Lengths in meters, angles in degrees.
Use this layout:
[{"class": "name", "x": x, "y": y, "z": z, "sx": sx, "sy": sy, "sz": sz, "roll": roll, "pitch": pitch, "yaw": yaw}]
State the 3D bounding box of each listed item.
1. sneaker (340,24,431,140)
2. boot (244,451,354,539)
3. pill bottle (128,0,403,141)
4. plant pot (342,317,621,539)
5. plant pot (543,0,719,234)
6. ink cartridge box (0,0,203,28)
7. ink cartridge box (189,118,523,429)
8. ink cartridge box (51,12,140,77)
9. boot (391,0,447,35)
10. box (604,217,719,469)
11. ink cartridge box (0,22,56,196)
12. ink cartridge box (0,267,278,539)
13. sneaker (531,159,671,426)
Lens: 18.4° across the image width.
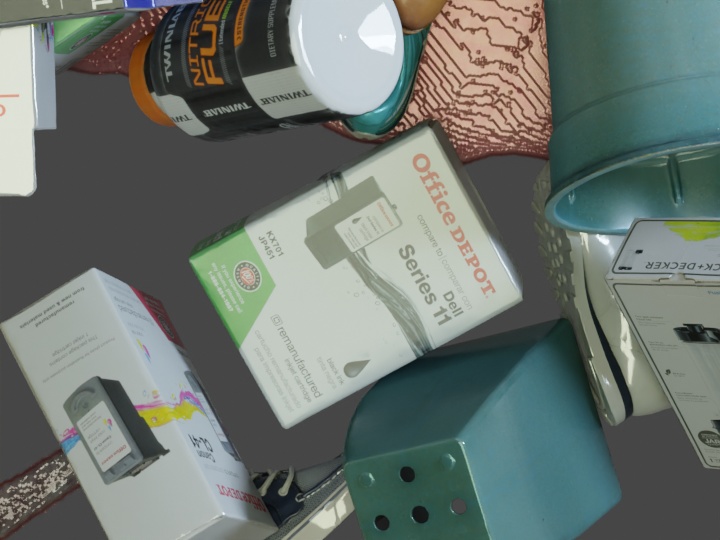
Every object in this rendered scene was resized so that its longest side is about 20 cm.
[{"class": "sneaker", "x": 0.024, "y": -0.191, "z": 1.565, "sx": 0.077, "sy": 0.080, "sz": 0.201, "roll": 8, "pitch": 90, "yaw": 1}, {"class": "boot", "x": -0.069, "y": 0.169, "z": 1.625, "sx": 0.200, "sy": 0.073, "sz": 0.090, "roll": -42, "pitch": 91, "yaw": 4}, {"class": "pill bottle", "x": -0.073, "y": -0.145, "z": 1.528, "sx": 0.200, "sy": 0.106, "sz": 0.107, "roll": -7, "pitch": 100, "yaw": 47}, {"class": "plant pot", "x": 0.074, "y": 0.137, "z": 1.531, "sx": 0.141, "sy": 0.200, "sz": 0.142, "roll": -15, "pitch": 97, "yaw": 23}, {"class": "plant pot", "x": 0.208, "y": -0.146, "z": 1.500, "sx": 0.199, "sy": 0.200, "sz": 0.197, "roll": -9, "pitch": 75, "yaw": 5}, {"class": "ink cartridge box", "x": -0.203, "y": -0.203, "z": 1.392, "sx": 0.199, "sy": 0.037, "sz": 0.095, "roll": -7, "pitch": 94, "yaw": -1}, {"class": "ink cartridge box", "x": 0.000, "y": 0.000, "z": 1.593, "sx": 0.200, "sy": 0.083, "sz": 0.147, "roll": -29, "pitch": 96, "yaw": 6}, {"class": "ink cartridge box", "x": -0.268, "y": -0.155, "z": 1.556, "sx": 0.200, "sy": 0.145, "sz": 0.088, "roll": -35, "pitch": 93, "yaw": 7}, {"class": "boot", "x": 0.099, "y": -0.243, "z": 1.479, "sx": 0.077, "sy": 0.155, "sz": 0.200, "roll": 32, "pitch": 81, "yaw": -44}, {"class": "box", "x": 0.261, "y": 0.053, "z": 1.526, "sx": 0.116, "sy": 0.060, "sz": 0.200, "roll": 0, "pitch": 136, "yaw": 38}, {"class": "ink cartridge box", "x": -0.261, "y": -0.148, "z": 1.448, "sx": 0.115, "sy": 0.068, "sz": 0.201, "roll": -1, "pitch": 94, "yaw": 4}, {"class": "ink cartridge box", "x": -0.152, "y": 0.111, "z": 1.555, "sx": 0.085, "sy": 0.148, "sz": 0.200, "roll": -32, "pitch": 74, "yaw": 6}, {"class": "sneaker", "x": 0.182, "y": 0.008, "z": 1.597, "sx": 0.080, "sy": 0.076, "sz": 0.201, "roll": -19, "pitch": 100, "yaw": -6}]
